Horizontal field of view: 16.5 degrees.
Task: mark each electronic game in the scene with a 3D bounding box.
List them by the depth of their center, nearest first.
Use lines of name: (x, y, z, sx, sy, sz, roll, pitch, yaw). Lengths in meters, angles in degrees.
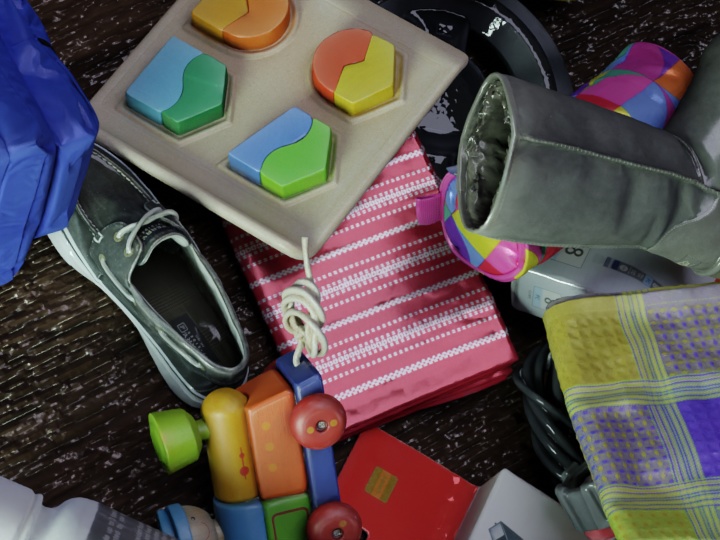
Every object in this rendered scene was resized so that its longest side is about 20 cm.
electronic game: (0.049, -0.112, 1.662, 0.200, 0.042, 0.200, 5, 72, -15)

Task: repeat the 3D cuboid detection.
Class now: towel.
towel: (0.198, 0.087, 1.504, 0.144, 0.023, 0.200, -3, 49, -12)
towel: (0.000, 0.000, 1.584, 0.145, 0.022, 0.200, -21, 80, -15)

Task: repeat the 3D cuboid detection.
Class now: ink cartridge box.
ink cartridge box: (0.045, 0.208, 1.519, 0.176, 0.045, 0.200, 32, 59, -7)
ink cartridge box: (0.219, -0.012, 1.628, 0.200, 0.047, 0.160, 17, 47, 15)

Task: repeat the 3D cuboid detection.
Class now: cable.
cable: (0.185, 0.111, 1.621, 0.200, 0.051, 0.163, 18, 67, -19)

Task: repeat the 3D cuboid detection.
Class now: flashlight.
flashlight: (0.196, 0.200, 1.535, 0.068, 0.068, 0.200, -39, 102, -39)

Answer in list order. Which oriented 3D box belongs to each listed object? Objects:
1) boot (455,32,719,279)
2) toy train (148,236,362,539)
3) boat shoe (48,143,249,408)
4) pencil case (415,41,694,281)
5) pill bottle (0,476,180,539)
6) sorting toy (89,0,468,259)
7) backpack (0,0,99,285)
boot: (0.159, -0.089, 1.531, 0.200, 0.073, 0.182, 14, 75, -23)
toy train: (-0.073, 0.084, 1.463, 0.116, 0.085, 0.200, -13, 110, -14)
boat shoe: (-0.127, -0.009, 1.529, 0.072, 0.071, 0.200, -35, 83, -30)
pencil case: (0.134, -0.072, 1.594, 0.200, 0.088, 0.088, -32, 82, -31)
pill bottle: (-0.139, 0.198, 1.407, 0.200, 0.113, 0.113, 26, 60, -7)
sorting toy: (-0.057, -0.119, 1.587, 0.185, 0.036, 0.200, 30, 61, 17)
backpack: (-0.263, -0.097, 1.468, 0.168, 0.163, 0.200, -20, 63, -35)
